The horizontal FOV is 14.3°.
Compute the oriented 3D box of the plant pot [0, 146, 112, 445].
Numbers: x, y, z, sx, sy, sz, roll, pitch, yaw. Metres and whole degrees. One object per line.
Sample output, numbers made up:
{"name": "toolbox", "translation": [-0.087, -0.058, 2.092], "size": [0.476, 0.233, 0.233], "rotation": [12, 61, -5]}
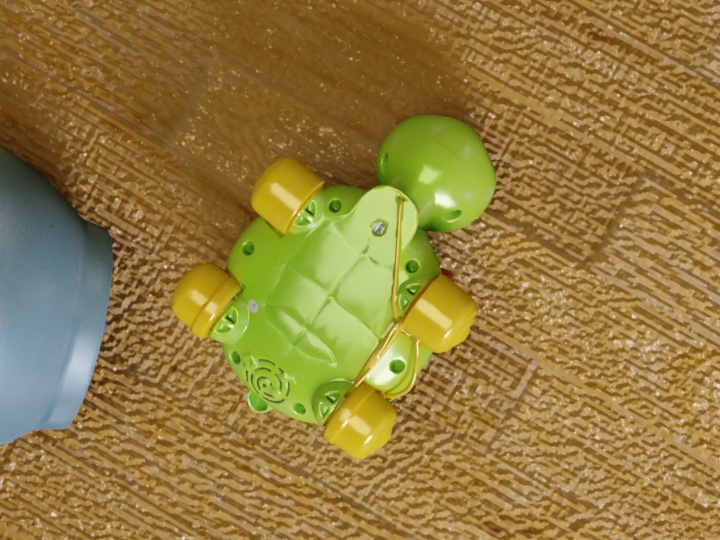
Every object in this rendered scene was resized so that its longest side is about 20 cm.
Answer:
{"name": "plant pot", "translation": [-0.217, 0.020, 1.621], "size": [0.134, 0.200, 0.201], "rotation": [13, 99, -16]}

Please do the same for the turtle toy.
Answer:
{"name": "turtle toy", "translation": [0.000, 0.000, 1.599], "size": [0.146, 0.101, 0.200], "rotation": [39, 101, 7]}
